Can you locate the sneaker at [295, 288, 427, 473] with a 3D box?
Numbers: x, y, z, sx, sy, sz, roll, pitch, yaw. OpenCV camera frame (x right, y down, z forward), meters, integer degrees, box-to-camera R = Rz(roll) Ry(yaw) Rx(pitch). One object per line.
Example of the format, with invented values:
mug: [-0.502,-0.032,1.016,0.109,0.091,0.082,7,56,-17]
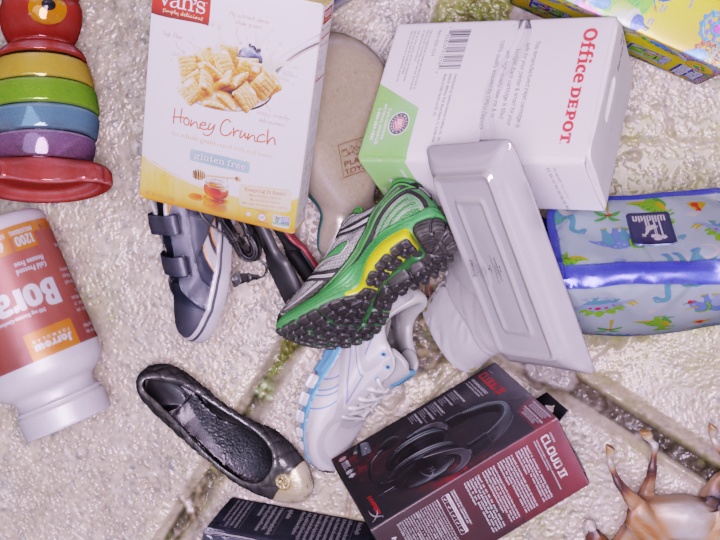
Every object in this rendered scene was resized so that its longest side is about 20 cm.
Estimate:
sneaker: [0.006,0.097,1.057,0.087,0.075,0.200,22,98,36]

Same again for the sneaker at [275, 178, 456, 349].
sneaker: [0.000,0.000,1.003,0.200,0.078,0.085,-39,46,28]

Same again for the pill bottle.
pill bottle: [-0.311,0.052,1.077,0.112,0.112,0.200,-23,92,6]

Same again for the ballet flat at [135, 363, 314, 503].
ballet flat: [-0.132,0.160,1.096,0.200,0.057,0.067,34,97,2]

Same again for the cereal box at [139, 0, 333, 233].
cereal box: [-0.106,-0.141,0.953,0.144,0.040,0.200,13,117,9]

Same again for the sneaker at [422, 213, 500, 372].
sneaker: [0.090,-0.008,1.056,0.074,0.116,0.200,7,58,-33]

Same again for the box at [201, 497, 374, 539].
box: [-0.052,0.335,1.067,0.196,0.124,0.200,10,94,6]

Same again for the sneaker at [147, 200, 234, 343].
sneaker: [-0.160,-0.036,1.067,0.079,0.078,0.200,11,87,-30]

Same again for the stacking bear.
stacking bear: [-0.294,-0.170,1.064,0.121,0.114,0.200,0,82,-19]

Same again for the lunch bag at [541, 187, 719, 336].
lunch bag: [0.240,-0.002,0.980,0.170,0.200,0.128,-4,94,6]

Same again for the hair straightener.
hair straightener: [-0.087,-0.018,1.046,0.077,0.041,0.200,-41,115,-29]

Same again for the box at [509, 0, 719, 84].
box: [0.258,-0.294,0.998,0.192,0.122,0.200,25,95,3]

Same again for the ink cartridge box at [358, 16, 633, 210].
ink cartridge box: [0.118,-0.133,0.981,0.200,0.084,0.146,4,64,27]

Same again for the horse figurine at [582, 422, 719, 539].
horse figurine: [0.300,0.207,1.061,0.200,0.050,0.133,-7,106,0]

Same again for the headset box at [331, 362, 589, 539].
headset box: [0.091,0.170,1.010,0.200,0.149,0.077,-31,109,-5]

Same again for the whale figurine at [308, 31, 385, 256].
whale figurine: [-0.033,-0.115,1.052,0.159,0.104,0.200,-23,109,-28]

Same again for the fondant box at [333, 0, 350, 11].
fondant box: [-0.028,-0.264,1.013,0.200,0.144,0.058,-31,96,6]

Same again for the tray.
tray: [0.111,-0.006,0.912,0.022,0.107,0.200,-31,108,-27]
